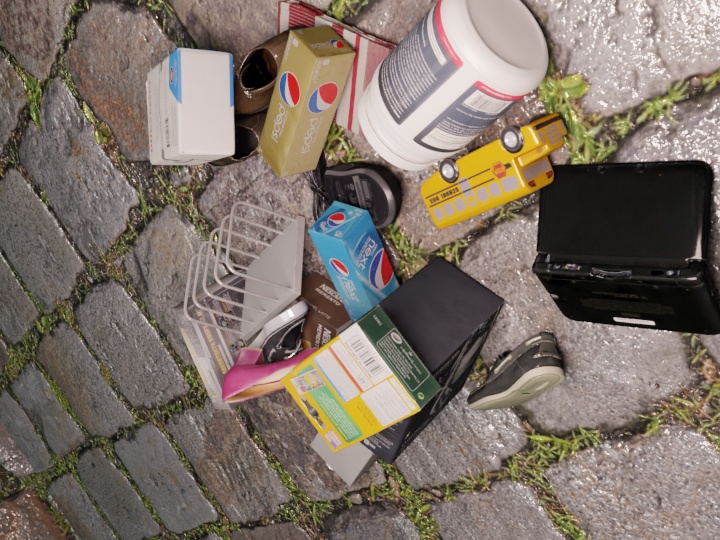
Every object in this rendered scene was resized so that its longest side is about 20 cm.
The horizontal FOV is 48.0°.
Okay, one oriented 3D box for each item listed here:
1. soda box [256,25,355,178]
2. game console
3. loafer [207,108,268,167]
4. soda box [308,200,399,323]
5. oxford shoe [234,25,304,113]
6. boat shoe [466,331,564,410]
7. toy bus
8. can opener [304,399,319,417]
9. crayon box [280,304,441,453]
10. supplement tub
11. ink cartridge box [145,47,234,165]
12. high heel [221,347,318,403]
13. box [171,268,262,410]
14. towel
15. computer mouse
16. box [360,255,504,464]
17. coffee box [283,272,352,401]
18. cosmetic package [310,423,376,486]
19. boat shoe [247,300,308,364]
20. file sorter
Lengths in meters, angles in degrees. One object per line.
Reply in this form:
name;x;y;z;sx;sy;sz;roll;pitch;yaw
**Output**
soda box;-0.077;-0.223;1.086;0.064;0.067;0.201;49;138;25
game console;0.313;-0.024;0.935;0.199;0.117;0.176;4;148;42
loafer;-0.194;-0.203;1.252;0.199;0.071;0.073;-14;106;46
soda box;0.000;0.000;1.161;0.068;0.064;0.201;18;147;38
oxford shoe;-0.147;-0.273;1.131;0.073;0.084;0.200;57;146;-1
boat shoe;0.210;0.148;1.120;0.200;0.071;0.068;131;137;-54
toy bus;0.160;-0.118;0.971;0.200;0.065;0.079;-22;93;51
can opener;-0.016;0.142;1.262;0.200;0.053;0.067;-47;49;11
crayon box;-0.005;0.140;1.010;0.126;0.052;0.200;53;138;1
supplement tub;0.100;-0.216;0.917;0.141;0.140;0.200;54;138;1
ink cartridge box;-0.257;-0.237;1.206;0.200;0.084;0.147;-173;81;-64
high heel;-0.106;0.165;1.199;0.199;0.096;0.068;7;136;9
box;-0.224;0.119;1.423;0.048;0.158;0.201;-4;113;44
towel;-0.038;-0.272;1.101;0.199;0.023;0.145;32;136;26
computer mouse;-0.004;-0.118;1.151;0.199;0.053;0.139;17;126;48
box;0.074;0.121;1.114;0.124;0.200;0.197;34;135;20
coffee box;-0.068;0.122;1.337;0.114;0.080;0.201;33;134;24
cosmetic package;0.001;0.264;1.363;0.107;0.090;0.200;44;140;14
boat shoe;-0.120;0.111;1.265;0.068;0.072;0.200;54;142;8
file sorter;-0.190;0.000;1.297;0.124;0.140;0.200;17;147;-26
